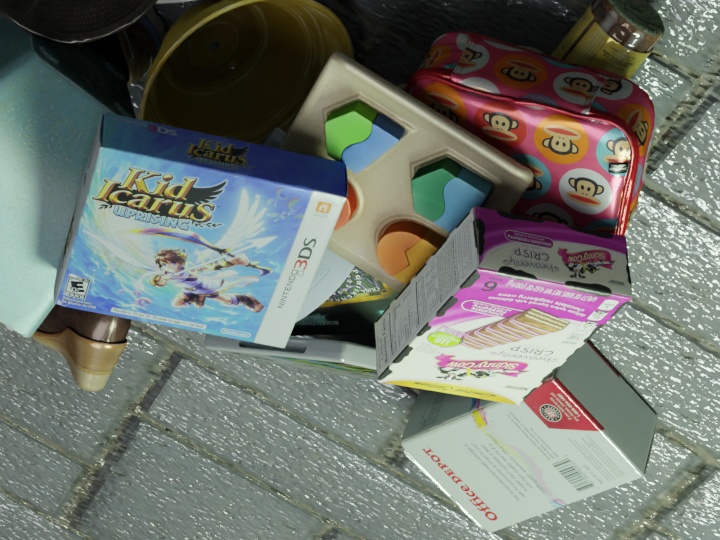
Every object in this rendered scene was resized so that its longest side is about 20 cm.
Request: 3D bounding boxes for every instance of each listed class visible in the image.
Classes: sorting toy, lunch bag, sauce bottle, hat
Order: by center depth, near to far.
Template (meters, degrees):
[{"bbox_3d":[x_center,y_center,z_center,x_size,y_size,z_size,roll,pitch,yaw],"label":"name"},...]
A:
[{"bbox_3d":[0.019,-0.062,1.575,0.185,0.036,0.200,32,137,-1],"label":"sorting toy"},{"bbox_3d":[0.129,-0.089,1.578,0.200,0.082,0.176,17,134,14],"label":"lunch bag"},{"bbox_3d":[0.169,-0.144,1.613,0.065,0.065,0.200,33,125,-9],"label":"sauce bottle"},{"bbox_3d":[-0.230,-0.282,1.629,0.200,0.201,0.081,16,176,7],"label":"hat"}]

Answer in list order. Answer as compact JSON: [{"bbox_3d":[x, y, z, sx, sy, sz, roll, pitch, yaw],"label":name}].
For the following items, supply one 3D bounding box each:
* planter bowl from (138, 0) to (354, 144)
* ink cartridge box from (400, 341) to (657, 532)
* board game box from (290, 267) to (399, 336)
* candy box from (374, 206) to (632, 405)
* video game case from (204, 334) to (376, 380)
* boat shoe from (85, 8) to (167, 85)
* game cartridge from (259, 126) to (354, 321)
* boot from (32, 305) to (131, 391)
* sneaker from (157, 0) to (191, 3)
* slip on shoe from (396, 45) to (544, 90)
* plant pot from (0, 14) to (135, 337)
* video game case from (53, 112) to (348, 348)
[{"bbox_3d":[-0.111,-0.173,1.679,0.200,0.084,0.201,-19,138,-18],"label":"planter bowl"},{"bbox_3d":[0.162,0.156,1.901,0.200,0.083,0.146,-26,118,38],"label":"ink cartridge box"},{"bbox_3d":[0.000,0.000,1.743,0.200,0.028,0.135,-1,129,22],"label":"board game box"},{"bbox_3d":[0.110,0.033,1.574,0.136,0.061,0.200,10,148,-19],"label":"candy box"},{"bbox_3d":[-0.013,0.084,1.835,0.182,0.022,0.200,3,172,43],"label":"video game case"},{"bbox_3d":[-0.248,-0.245,1.701,0.072,0.072,0.200,-28,117,37],"label":"boat shoe"},{"bbox_3d":[-0.073,-0.026,1.706,0.133,0.040,0.200,39,131,-8],"label":"game cartridge"},{"bbox_3d":[-0.269,0.006,1.929,0.072,0.200,0.167,4,112,-30],"label":"boot"},{"bbox_3d":[-0.121,-0.288,1.624,0.200,0.074,0.116,-5,111,36],"label":"sneaker"},{"bbox_3d":[0.072,-0.136,1.677,0.200,0.061,0.076,-11,126,23],"label":"slip on shoe"},{"bbox_3d":[-0.297,-0.106,1.660,0.200,0.196,0.196,-44,121,14],"label":"plant pot"},{"bbox_3d":[-0.131,-0.028,1.574,0.200,0.045,0.181,11,132,-14],"label":"video game case"}]
